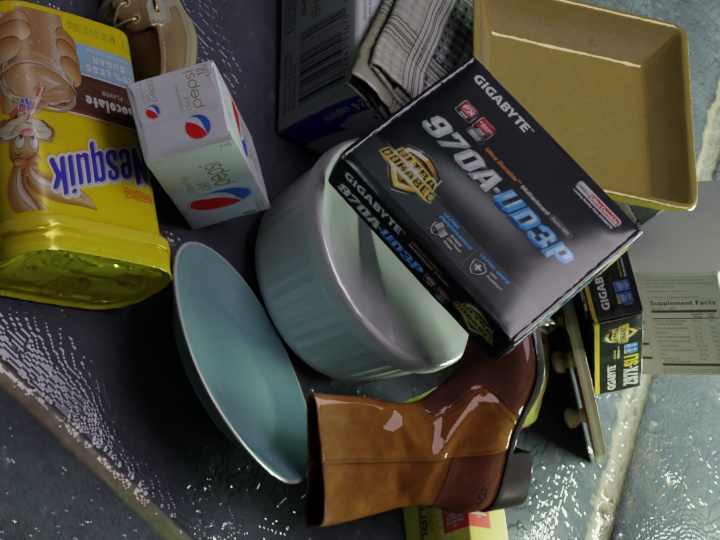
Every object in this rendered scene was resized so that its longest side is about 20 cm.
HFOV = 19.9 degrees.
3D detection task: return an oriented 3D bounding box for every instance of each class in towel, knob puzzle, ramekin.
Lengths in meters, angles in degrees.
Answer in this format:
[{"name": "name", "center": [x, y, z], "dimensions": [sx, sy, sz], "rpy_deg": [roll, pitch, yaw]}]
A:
[{"name": "towel", "center": [0.084, -0.158, 1.753], "dimensions": [0.193, 0.035, 0.200], "rpy_deg": [47, 43, -22]}, {"name": "knob puzzle", "center": [0.185, 0.074, 1.847], "dimensions": [0.220, 0.030, 0.220], "rpy_deg": [-13, 90, -86]}, {"name": "ramekin", "center": [0.000, 0.000, 1.681], "dimensions": [0.202, 0.094, 0.203], "rpy_deg": [31, 47, -40]}]

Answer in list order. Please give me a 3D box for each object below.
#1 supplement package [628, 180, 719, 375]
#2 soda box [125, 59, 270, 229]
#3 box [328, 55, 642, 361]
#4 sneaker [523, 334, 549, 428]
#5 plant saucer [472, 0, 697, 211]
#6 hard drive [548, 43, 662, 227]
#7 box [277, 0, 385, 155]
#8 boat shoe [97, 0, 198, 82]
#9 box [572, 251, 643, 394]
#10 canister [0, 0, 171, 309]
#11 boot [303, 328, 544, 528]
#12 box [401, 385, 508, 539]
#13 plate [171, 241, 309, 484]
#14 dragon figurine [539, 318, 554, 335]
[{"name": "supplement package", "center": [0.309, 0.004, 1.974], "dimensions": [0.200, 0.156, 0.111], "rpy_deg": [-46, 128, -51]}, {"name": "soda box", "center": [-0.119, -0.090, 1.539], "dimensions": [0.200, 0.068, 0.064], "rpy_deg": [68, 6, -76]}, {"name": "box", "center": [0.098, -0.050, 1.614], "dimensions": [0.159, 0.046, 0.200], "rpy_deg": [-37, 80, -28]}, {"name": "sneaker", "center": [0.132, 0.058, 1.839], "dimensions": [0.200, 0.078, 0.090], "rpy_deg": [-84, 164, -46]}, {"name": "plant saucer", "center": [0.182, -0.139, 1.750], "dimensions": [0.200, 0.048, 0.200], "rpy_deg": [11, 55, -13]}, {"name": "hard drive", "center": [0.197, -0.139, 1.908], "dimensions": [0.038, 0.140, 0.200], "rpy_deg": [-35, 113, -11]}, {"name": "box", "center": [0.032, -0.178, 1.816], "dimensions": [0.200, 0.105, 0.184], "rpy_deg": [25, 54, -39]}, {"name": "boat shoe", "center": [-0.176, -0.194, 1.612], "dimensions": [0.066, 0.074, 0.200], "rpy_deg": [17, 40, -31]}, {"name": "box", "center": [0.205, -0.013, 1.812], "dimensions": [0.160, 0.049, 0.200], "rpy_deg": [79, 0, -64]}, {"name": "canister", "center": [-0.220, -0.084, 1.490], "dimensions": [0.148, 0.087, 0.200], "rpy_deg": [11, 60, -46]}, {"name": "boot", "center": [0.041, 0.100, 1.593], "dimensions": [0.200, 0.068, 0.189], "rpy_deg": [1, 100, -32]}, {"name": "box", "center": [0.076, 0.198, 1.682], "dimensions": [0.050, 0.075, 0.200], "rpy_deg": [17, 58, -42]}, {"name": "plate", "center": [-0.096, 0.073, 1.553], "dimensions": [0.200, 0.026, 0.200], "rpy_deg": [55, 18, -28]}, {"name": "dragon figurine", "center": [0.129, 0.002, 1.730], "dimensions": [0.200, 0.059, 0.100], "rpy_deg": [42, 41, -77]}]
